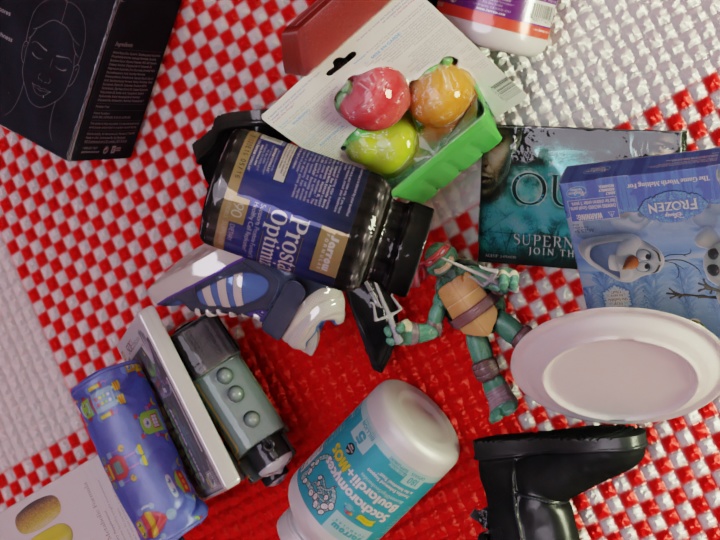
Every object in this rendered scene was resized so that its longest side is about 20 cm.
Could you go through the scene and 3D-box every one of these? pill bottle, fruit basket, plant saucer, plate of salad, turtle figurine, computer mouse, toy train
[{"bbox_3d":[0.141,-0.308,1.306,0.111,0.112,0.203,18,102,22],"label":"pill bottle"},{"bbox_3d":[0.033,-0.158,1.308,0.185,0.199,0.094,-38,42,19],"label":"fruit basket"},{"bbox_3d":[0.003,-0.258,1.286,0.200,0.200,0.037,-41,102,-1],"label":"plant saucer"},{"bbox_3d":[0.235,0.082,1.270,0.197,0.200,0.049,-12,50,26],"label":"plate of salad"},{"bbox_3d":[-0.038,-0.048,1.277,0.197,0.112,0.113,19,104,0],"label":"pill bottle"},{"bbox_3d":[0.108,0.040,1.365,0.149,0.101,0.201,-37,93,33],"label":"turtle figurine"},{"bbox_3d":[0.000,0.000,1.400,0.045,0.140,0.203,-20,83,-1],"label":"computer mouse"},{"bbox_3d":[0.001,0.214,1.426,0.111,0.110,0.200,47,112,14],"label":"pill bottle"},{"bbox_3d":[-0.137,0.135,1.474,0.085,0.114,0.201,-30,81,-14],"label":"toy train"}]

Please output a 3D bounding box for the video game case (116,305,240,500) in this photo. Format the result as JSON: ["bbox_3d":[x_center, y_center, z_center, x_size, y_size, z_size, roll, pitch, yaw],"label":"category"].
[{"bbox_3d":[-0.198,0.148,1.493,0.202,0.023,0.182,62,159,5],"label":"video game case"}]

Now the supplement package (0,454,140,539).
[{"bbox_3d":[-0.301,0.280,1.575,0.199,0.109,0.115,-31,82,25],"label":"supplement package"}]

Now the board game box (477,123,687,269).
[{"bbox_3d":[0.210,-0.070,1.343,0.197,0.028,0.138,4,98,25],"label":"board game box"}]

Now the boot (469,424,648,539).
[{"bbox_3d":[0.196,0.238,1.357,0.196,0.073,0.165,-9,89,33],"label":"boot"}]

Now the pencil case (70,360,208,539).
[{"bbox_3d":[-0.227,0.194,1.475,0.078,0.086,0.202,-32,83,40],"label":"pencil case"}]

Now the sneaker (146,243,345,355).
[{"bbox_3d":[-0.108,0.037,1.402,0.198,0.081,0.148,-25,104,30],"label":"sneaker"}]

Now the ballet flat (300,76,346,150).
[{"bbox_3d":[-0.023,-0.145,1.434,0.069,0.069,0.203,-17,86,25],"label":"ballet flat"}]

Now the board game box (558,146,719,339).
[{"bbox_3d":[0.295,-0.007,1.262,0.197,0.043,0.201,-5,116,26],"label":"board game box"}]

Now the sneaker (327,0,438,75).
[{"bbox_3d":[0.008,-0.216,1.355,0.080,0.086,0.201,35,89,3],"label":"sneaker"}]

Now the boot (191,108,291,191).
[{"bbox_3d":[-0.103,-0.075,1.427,0.211,0.078,0.160,156,101,-69],"label":"boot"}]

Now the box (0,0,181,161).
[{"bbox_3d":[-0.327,-0.250,1.528,0.198,0.124,0.199,28,108,21],"label":"box"}]
